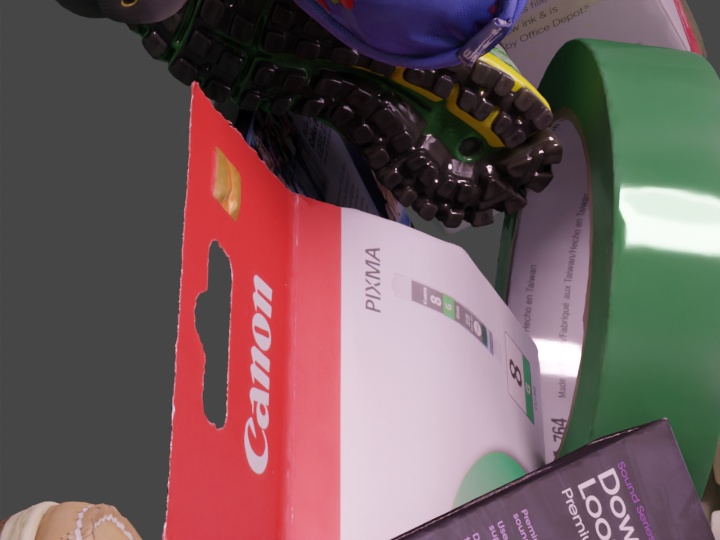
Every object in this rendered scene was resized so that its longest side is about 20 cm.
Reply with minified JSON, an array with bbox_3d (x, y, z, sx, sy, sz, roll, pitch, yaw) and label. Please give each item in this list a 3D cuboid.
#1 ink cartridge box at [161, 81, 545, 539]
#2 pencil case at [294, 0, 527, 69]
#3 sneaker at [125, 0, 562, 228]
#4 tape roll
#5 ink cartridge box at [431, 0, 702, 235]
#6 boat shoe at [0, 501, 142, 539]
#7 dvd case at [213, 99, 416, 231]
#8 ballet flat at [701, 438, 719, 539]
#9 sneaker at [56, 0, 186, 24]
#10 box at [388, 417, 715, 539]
[{"bbox_3d":[0.008,0.052,0.661,0.200,0.050,0.162,52,31,-51],"label":"ink cartridge box"},{"bbox_3d":[0.047,-0.139,0.671,0.078,0.086,0.200,60,37,-18],"label":"pencil case"},{"bbox_3d":[-0.018,-0.091,0.725,0.200,0.078,0.085,37,19,-33],"label":"sneaker"},{"bbox_3d":[0.091,0.014,0.786,0.200,0.048,0.202,-174,-90,-83],"label":"tape roll"},{"bbox_3d":[0.052,-0.123,0.895,0.200,0.144,0.084,49,23,-49],"label":"ink cartridge box"},{"bbox_3d":[-0.016,0.136,0.456,0.201,0.076,0.072,65,17,-7],"label":"boat shoe"},{"bbox_3d":[0.000,0.000,0.795,0.201,0.017,0.143,61,18,-26],"label":"dvd case"},{"bbox_3d":[0.136,0.082,0.771,0.069,0.069,0.202,40,46,-59],"label":"ballet flat"},{"bbox_3d":[-0.088,-0.108,0.557,0.075,0.107,0.200,31,32,23],"label":"sneaker"},{"bbox_3d":[0.052,0.137,0.602,0.199,0.036,0.144,-18,86,-48],"label":"box"}]
